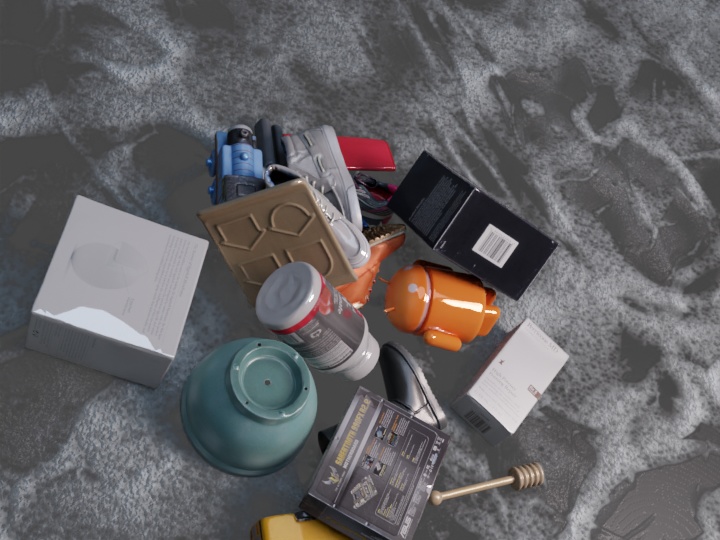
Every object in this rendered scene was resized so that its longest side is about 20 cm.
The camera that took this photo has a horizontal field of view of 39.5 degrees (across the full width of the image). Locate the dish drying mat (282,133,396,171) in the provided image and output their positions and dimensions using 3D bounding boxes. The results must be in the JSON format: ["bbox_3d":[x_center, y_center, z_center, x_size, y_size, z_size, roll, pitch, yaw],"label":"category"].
[{"bbox_3d":[-0.038,-0.205,1.763,0.199,0.018,0.077,-1,56,-23],"label":"dish drying mat"}]

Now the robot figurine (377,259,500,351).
[{"bbox_3d":[0.125,0.055,1.632,0.199,0.117,0.145,10,85,-17],"label":"robot figurine"}]

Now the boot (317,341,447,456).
[{"bbox_3d":[0.015,0.216,1.532,0.199,0.066,0.165,-26,74,-28],"label":"boot"}]

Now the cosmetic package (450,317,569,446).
[{"bbox_3d":[0.246,0.181,1.645,0.102,0.074,0.200,42,56,2],"label":"cosmetic package"}]

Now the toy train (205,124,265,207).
[{"bbox_3d":[-0.196,-0.140,1.599,0.086,0.114,0.201,7,61,-21],"label":"toy train"}]

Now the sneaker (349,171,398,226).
[{"bbox_3d":[-0.028,-0.140,1.699,0.199,0.075,0.081,11,59,-18],"label":"sneaker"}]

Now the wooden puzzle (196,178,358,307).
[{"bbox_3d":[-0.120,-0.043,1.500,0.201,0.184,0.046,60,27,-31],"label":"wooden puzzle"}]

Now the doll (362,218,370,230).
[{"bbox_3d":[-0.032,-0.050,1.658,0.199,0.048,0.137,-1,81,-27],"label":"doll"}]

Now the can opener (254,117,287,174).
[{"bbox_3d":[-0.154,-0.167,1.667,0.052,0.066,0.201,26,44,-38],"label":"can opener"}]

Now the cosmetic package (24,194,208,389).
[{"bbox_3d":[-0.345,0.033,1.432,0.199,0.123,0.200,19,57,-12],"label":"cosmetic package"}]

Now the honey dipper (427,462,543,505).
[{"bbox_3d":[0.194,0.335,1.558,0.199,0.038,0.038,-7,66,-26],"label":"honey dipper"}]

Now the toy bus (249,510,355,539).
[{"bbox_3d":[-0.047,0.374,1.402,0.199,0.078,0.065,1,61,-24],"label":"toy bus"}]

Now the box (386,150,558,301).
[{"bbox_3d":[0.179,-0.074,1.639,0.199,0.124,0.198,30,10,-30],"label":"box"}]

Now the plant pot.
[{"bbox_3d":[-0.145,0.178,1.433,0.199,0.134,0.201,11,60,-19],"label":"plant pot"}]

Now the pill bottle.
[{"bbox_3d":[-0.057,0.084,1.497,0.200,0.110,0.111,46,45,-41],"label":"pill bottle"}]

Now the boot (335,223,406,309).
[{"bbox_3d":[0.000,0.000,1.613,0.199,0.075,0.108,-31,110,-18],"label":"boot"}]

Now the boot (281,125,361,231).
[{"bbox_3d":[-0.067,-0.139,1.618,0.095,0.074,0.201,-15,63,-10],"label":"boot"}]

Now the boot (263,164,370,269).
[{"bbox_3d":[-0.071,-0.081,1.521,0.200,0.096,0.074,38,84,14],"label":"boot"}]

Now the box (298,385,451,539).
[{"bbox_3d":[0.024,0.283,1.414,0.158,0.048,0.200,28,49,-1],"label":"box"}]
